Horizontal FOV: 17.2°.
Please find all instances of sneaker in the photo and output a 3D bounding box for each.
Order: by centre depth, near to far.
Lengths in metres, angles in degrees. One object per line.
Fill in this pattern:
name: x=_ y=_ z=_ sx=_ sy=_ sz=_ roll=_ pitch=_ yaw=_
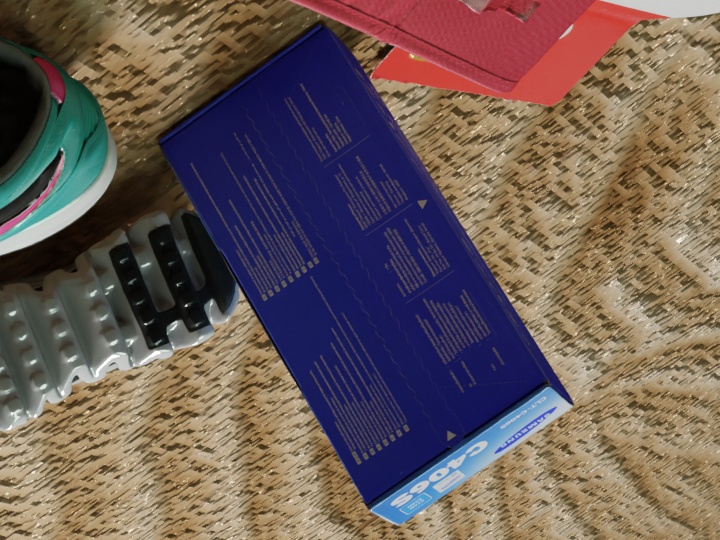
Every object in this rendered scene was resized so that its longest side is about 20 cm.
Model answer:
sneaker: x=-0.187 y=-0.024 z=0.911 sx=0.199 sy=0.084 sz=0.121 roll=-35 pitch=161 yaw=-11
sneaker: x=-0.153 y=0.032 z=1.077 sx=0.198 sy=0.076 sz=0.081 roll=-16 pitch=178 yaw=-14

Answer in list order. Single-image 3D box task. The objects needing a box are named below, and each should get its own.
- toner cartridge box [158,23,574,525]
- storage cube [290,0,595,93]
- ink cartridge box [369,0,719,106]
toner cartridge box: x=0.000 y=0.000 z=1.032 sx=0.095 sy=0.201 sz=0.043 roll=-34 pitch=156 yaw=9
storage cube: x=0.021 y=-0.190 z=0.721 sx=0.180 sy=0.200 sz=0.171 roll=-46 pitch=151 yaw=17
ink cartridge box: x=0.121 y=-0.135 z=1.105 sx=0.160 sy=0.050 sz=0.200 roll=4 pitch=136 yaw=-51
